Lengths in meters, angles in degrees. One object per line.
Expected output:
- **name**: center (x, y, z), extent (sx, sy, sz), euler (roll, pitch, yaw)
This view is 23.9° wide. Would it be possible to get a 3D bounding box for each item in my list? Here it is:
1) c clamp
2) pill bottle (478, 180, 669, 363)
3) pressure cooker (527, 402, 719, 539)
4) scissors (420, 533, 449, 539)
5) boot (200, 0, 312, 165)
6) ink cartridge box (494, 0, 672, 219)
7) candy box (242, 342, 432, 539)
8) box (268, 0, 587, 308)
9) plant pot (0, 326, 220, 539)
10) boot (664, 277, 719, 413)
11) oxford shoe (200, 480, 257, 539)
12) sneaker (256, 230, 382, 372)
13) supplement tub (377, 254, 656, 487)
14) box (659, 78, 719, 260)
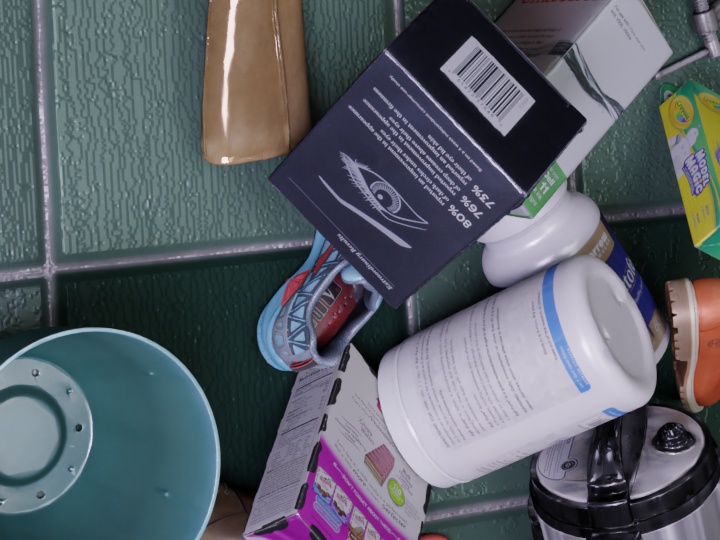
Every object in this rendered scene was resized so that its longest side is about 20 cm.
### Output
- **c clamp**: center (0.323, -0.297, 1.577), extent (0.169, 0.027, 0.202), euler (-21, 105, -26)
- **pill bottle**: center (0.175, 0.005, 1.472), extent (0.116, 0.115, 0.201), euler (-43, 114, -19)
- **pressure cooker**: center (0.239, 0.208, 1.486), extent (0.177, 0.176, 0.202), euler (-26, 116, -19)
- **scissors**: center (0.003, 0.236, 1.454), extent (0.199, 0.014, 0.074), euler (29, 82, -30)
- **boot**: center (-0.053, -0.198, 1.339), extent (0.173, 0.066, 0.202), euler (-12, 113, -24)
- **ink cartridge box**: center (0.143, -0.147, 1.422), extent (0.200, 0.146, 0.083), euler (-48, 117, -16)
- **candy box**: center (-0.011, 0.176, 1.353), extent (0.137, 0.061, 0.201), euler (51, 32, -23)
- **box**: center (0.046, -0.089, 1.279), extent (0.148, 0.200, 0.104), euler (45, 51, -4)
- **plant pot**: center (-0.223, 0.133, 1.231), extent (0.198, 0.160, 0.203), euler (-3, 96, -28)
- **boot**: center (0.331, 0.068, 1.531), extent (0.106, 0.201, 0.076), euler (-9, 61, 5)
- **oxford shoe**: center (-0.115, 0.192, 1.351), extent (0.198, 0.072, 0.086), euler (-15, 98, -28)
- **sneaker**: center (0.000, 0.000, 1.383), extent (0.079, 0.095, 0.201), euler (34, 78, -29)
- **supplement tub**: center (0.128, 0.083, 1.385), extent (0.132, 0.199, 0.133), euler (41, 35, -37)
- **box**: center (0.336, -0.087, 1.534), extent (0.116, 0.048, 0.202), euler (23, 40, -30)
